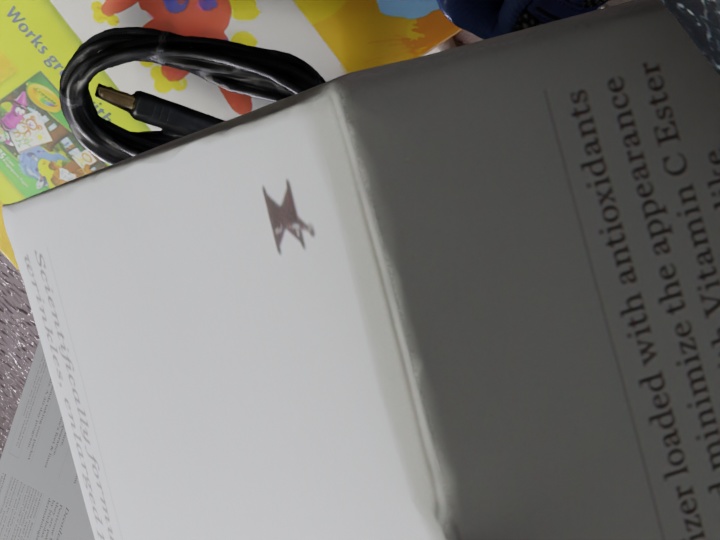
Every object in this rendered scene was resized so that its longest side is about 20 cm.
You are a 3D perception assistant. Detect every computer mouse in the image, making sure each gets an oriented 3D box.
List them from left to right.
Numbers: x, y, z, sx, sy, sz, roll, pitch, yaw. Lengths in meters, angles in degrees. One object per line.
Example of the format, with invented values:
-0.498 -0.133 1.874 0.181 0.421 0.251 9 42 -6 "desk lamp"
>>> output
0.018 -0.013 0.746 0.199 0.034 0.059 27 123 -13 "computer mouse"

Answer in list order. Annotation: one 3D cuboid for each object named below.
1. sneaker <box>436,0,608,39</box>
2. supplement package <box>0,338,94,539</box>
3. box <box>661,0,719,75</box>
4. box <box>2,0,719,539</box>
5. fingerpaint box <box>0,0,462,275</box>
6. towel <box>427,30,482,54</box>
0.024 -0.124 0.637 0.075 0.078 0.200 27 157 46 "sneaker"
-0.040 0.112 1.185 0.150 0.153 0.200 18 180 -32 "supplement package"
0.156 -0.043 0.445 0.197 0.117 0.200 50 165 -18 "box"
0.035 0.054 0.611 0.200 0.130 0.200 -10 95 66 "box"
-0.075 -0.118 0.749 0.200 0.167 0.073 48 -152 -16 "fingerpaint box"
-0.055 -0.121 0.877 0.191 0.032 0.200 56 161 -12 "towel"
